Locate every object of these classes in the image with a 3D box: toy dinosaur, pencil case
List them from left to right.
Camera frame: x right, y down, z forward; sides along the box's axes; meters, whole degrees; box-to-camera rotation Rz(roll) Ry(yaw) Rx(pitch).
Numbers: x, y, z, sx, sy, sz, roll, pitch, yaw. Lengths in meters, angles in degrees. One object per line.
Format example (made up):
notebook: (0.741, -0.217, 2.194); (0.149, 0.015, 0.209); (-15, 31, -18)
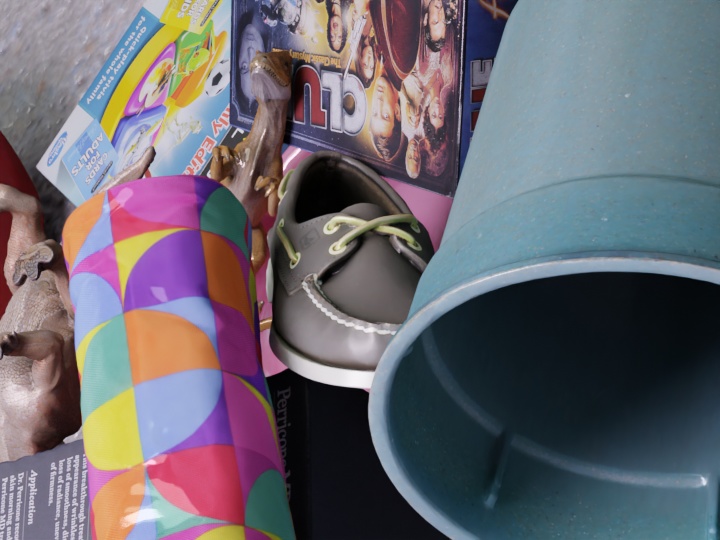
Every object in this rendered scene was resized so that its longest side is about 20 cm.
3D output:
toy dinosaur: (-0.139, 0.040, 1.346); (0.086, 0.135, 0.200); (14, 75, 45)
pencil case: (-0.071, 0.060, 1.139); (0.088, 0.088, 0.200); (-33, 50, 33)
toy dinosaur: (-0.066, -0.017, 1.360); (0.200, 0.060, 0.106); (-55, 22, 40)

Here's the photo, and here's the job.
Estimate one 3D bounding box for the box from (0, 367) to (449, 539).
box: (-0.062, 0.166, 1.205); (0.182, 0.104, 0.200); (-19, 58, 32)

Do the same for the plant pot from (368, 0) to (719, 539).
plant pot: (0.115, -0.011, 1.096); (0.200, 0.200, 0.196); (-28, 37, 37)

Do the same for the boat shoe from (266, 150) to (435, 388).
boat shoe: (-0.003, 0.000, 1.195); (0.202, 0.072, 0.060); (-122, 36, -72)

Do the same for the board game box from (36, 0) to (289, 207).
board game box: (-0.079, -0.074, 1.504); (0.151, 0.047, 0.200); (-57, 34, 4)

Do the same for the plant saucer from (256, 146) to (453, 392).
plant saucer: (0.011, 0.003, 1.328); (0.200, 0.051, 0.201); (-33, 42, 35)

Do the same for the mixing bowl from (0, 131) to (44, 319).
mixing bowl: (-0.250, -0.010, 1.617); (0.200, 0.108, 0.200); (-31, 42, 33)

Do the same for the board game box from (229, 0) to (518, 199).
board game box: (0.004, -0.116, 1.296); (0.200, 0.035, 0.136); (20, 112, 56)
